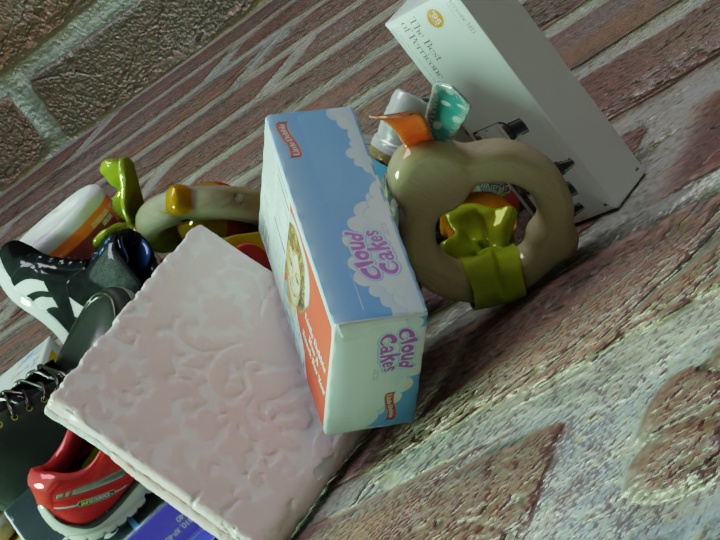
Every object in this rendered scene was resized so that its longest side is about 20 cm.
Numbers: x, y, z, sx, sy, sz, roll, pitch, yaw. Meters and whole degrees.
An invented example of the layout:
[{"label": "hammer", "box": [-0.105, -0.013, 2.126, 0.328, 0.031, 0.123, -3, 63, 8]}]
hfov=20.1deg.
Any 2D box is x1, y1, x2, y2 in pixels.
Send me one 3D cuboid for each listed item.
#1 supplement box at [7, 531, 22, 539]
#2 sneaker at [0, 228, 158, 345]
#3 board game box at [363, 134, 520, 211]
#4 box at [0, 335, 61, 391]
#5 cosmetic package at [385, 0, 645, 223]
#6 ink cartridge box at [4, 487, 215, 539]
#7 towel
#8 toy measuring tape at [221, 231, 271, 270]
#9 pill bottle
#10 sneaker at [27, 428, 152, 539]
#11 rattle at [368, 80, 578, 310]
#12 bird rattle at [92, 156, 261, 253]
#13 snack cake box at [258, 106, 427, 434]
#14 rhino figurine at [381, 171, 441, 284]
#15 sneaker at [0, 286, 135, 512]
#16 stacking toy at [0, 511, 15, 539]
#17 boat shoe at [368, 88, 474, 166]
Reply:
[{"label": "supplement box", "box": [-0.260, 0.251, 1.566, 0.069, 0.067, 0.200, -42, 14, -7]}, {"label": "sneaker", "box": [-0.229, 0.001, 1.713, 0.200, 0.073, 0.112, 40, 108, 38]}, {"label": "board game box", "box": [0.035, -0.084, 1.680, 0.200, 0.152, 0.041, -144, 59, -76]}, {"label": "box", "box": [-0.294, 0.159, 1.843, 0.101, 0.113, 0.200, -38, 15, 8]}, {"label": "cosmetic package", "box": [0.111, -0.124, 1.461, 0.082, 0.200, 0.051, -23, 20, 50]}, {"label": "ink cartridge box", "box": [-0.147, 0.161, 1.467, 0.198, 0.043, 0.200, -43, 35, -8]}, {"label": "towel", "box": [-0.091, 0.084, 1.409, 0.200, 0.190, 0.032, -51, -9, -38]}, {"label": "toy measuring tape", "box": [-0.076, 0.003, 1.729, 0.199, 0.074, 0.073, -7, -8, -36]}, {"label": "pill bottle", "box": [-0.221, 0.031, 1.859, 0.114, 0.200, 0.114, -37, 14, 11]}, {"label": "sneaker", "box": [-0.157, 0.099, 1.434, 0.077, 0.085, 0.200, 12, 57, 47]}, {"label": "rattle", "box": [0.063, -0.081, 1.413, 0.130, 0.200, 0.143, -27, 36, 27]}, {"label": "bird rattle", "box": [-0.133, -0.032, 1.776, 0.163, 0.199, 0.114, -27, 53, 60]}, {"label": "snack cake box", "box": [-0.015, -0.003, 1.392, 0.067, 0.115, 0.201, -7, 49, -14]}, {"label": "rhino figurine", "box": [0.000, 0.000, 1.552, 0.200, 0.087, 0.060, -50, -7, 20]}, {"label": "sneaker", "box": [-0.243, 0.096, 1.579, 0.075, 0.106, 0.201, 9, 76, 50]}, {"label": "stacking toy", "box": [-0.357, 0.144, 1.593, 0.085, 0.201, 0.085, -34, 13, 9]}, {"label": "boat shoe", "box": [0.093, -0.108, 1.535, 0.071, 0.070, 0.199, 29, 21, 38]}]
